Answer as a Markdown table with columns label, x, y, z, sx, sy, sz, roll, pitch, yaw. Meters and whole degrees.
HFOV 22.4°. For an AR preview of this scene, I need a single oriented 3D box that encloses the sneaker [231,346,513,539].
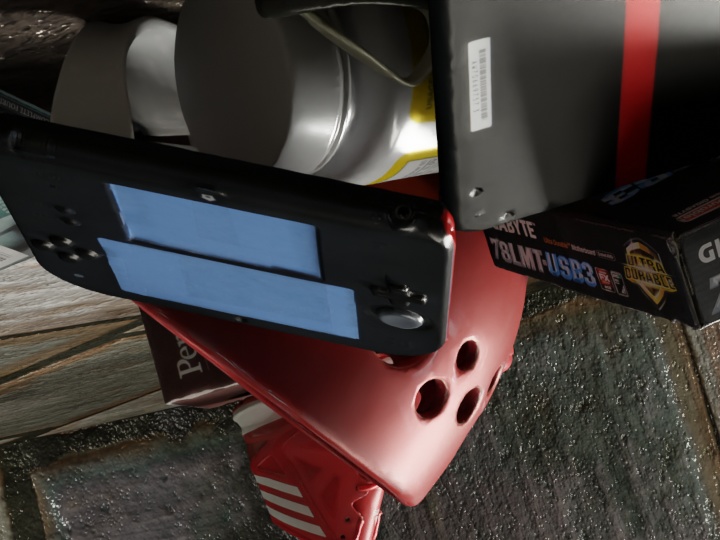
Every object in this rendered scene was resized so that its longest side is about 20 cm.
| label | x | y | z | sx | sy | sz | roll | pitch | yaw |
| --- | --- | --- | --- | --- | --- | --- | --- | --- | --- |
| sneaker | 0.020 | 0.111 | 1.141 | 0.199 | 0.116 | 0.078 | -21 | 172 | 31 |

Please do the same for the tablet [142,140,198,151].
| label | x | y | z | sx | sy | sz | roll | pitch | yaw |
| --- | --- | --- | --- | --- | --- | --- | --- | --- | --- |
| tablet | -0.183 | -0.053 | 0.951 | 0.199 | 0.014 | 0.130 | 4 | 168 | -26 |

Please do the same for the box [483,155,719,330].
| label | x | y | z | sx | sy | sz | roll | pitch | yaw |
| --- | --- | --- | --- | --- | --- | --- | --- | --- | --- |
| box | 0.180 | -0.045 | 0.845 | 0.199 | 0.050 | 0.198 | -24 | -165 | -16 |

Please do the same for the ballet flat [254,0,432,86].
| label | x | y | z | sx | sy | sz | roll | pitch | yaw |
| --- | --- | --- | --- | --- | --- | --- | --- | --- | --- |
| ballet flat | 0.042 | -0.107 | 0.759 | 0.199 | 0.069 | 0.068 | 14 | -172 | -21 |

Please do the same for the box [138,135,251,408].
| label | x | y | z | sx | sy | sz | roll | pitch | yaw |
| --- | --- | --- | --- | --- | --- | --- | --- | --- | --- |
| box | -0.042 | -0.016 | 1.175 | 0.199 | 0.167 | 0.164 | -17 | 175 | 2 |

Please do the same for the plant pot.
| label | x | y | z | sx | sy | sz | roll | pitch | yaw |
| --- | --- | --- | --- | --- | --- | --- | --- | --- | --- |
| plant pot | 0.000 | 0.000 | 0.990 | 0.183 | 0.200 | 0.200 | -54 | 175 | -4 |

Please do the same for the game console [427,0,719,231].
| label | x | y | z | sx | sy | sz | roll | pitch | yaw |
| --- | --- | --- | --- | --- | --- | --- | --- | --- | --- |
| game console | 0.110 | -0.102 | 0.717 | 0.176 | 0.031 | 0.200 | -17 | 145 | -6 |

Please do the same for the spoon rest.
| label | x | y | z | sx | sy | sz | roll | pitch | yaw |
| --- | --- | --- | --- | --- | --- | --- | --- | --- | --- |
| spoon rest | -0.098 | -0.094 | 0.890 | 0.099 | 0.061 | 0.200 | -2 | -172 | 12 |

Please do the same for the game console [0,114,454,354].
| label | x | y | z | sx | sy | sz | roll | pitch | yaw |
| --- | --- | --- | --- | --- | --- | --- | --- | --- | --- |
| game console | -0.057 | -0.011 | 0.799 | 0.199 | 0.031 | 0.177 | 11 | 166 | 5 |

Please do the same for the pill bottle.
| label | x | y | z | sx | sy | sz | roll | pitch | yaw |
| --- | --- | --- | --- | --- | --- | --- | --- | --- | --- |
| pill bottle | 0.022 | -0.101 | 0.849 | 0.199 | 0.115 | 0.114 | -12 | 172 | -36 |

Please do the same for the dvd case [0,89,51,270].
| label | x | y | z | sx | sy | sz | roll | pitch | yaw |
| --- | --- | --- | --- | --- | --- | --- | --- | --- | --- |
| dvd case | -0.209 | -0.048 | 0.883 | 0.145 | 0.022 | 0.200 | -20 | 153 | 30 |
